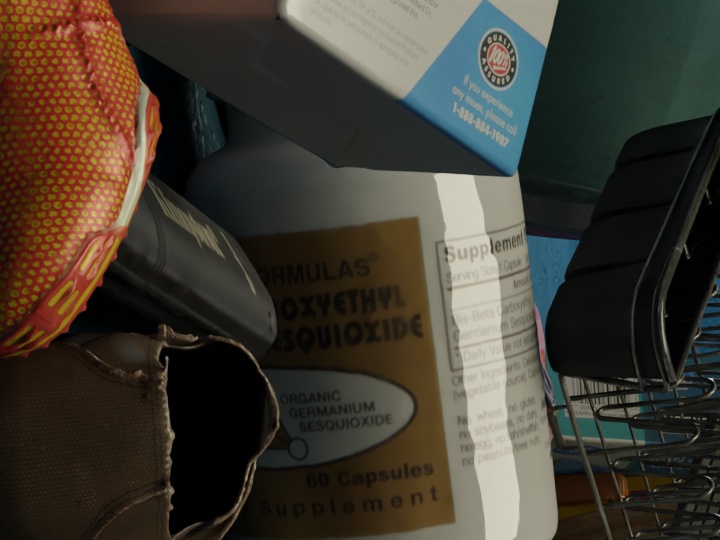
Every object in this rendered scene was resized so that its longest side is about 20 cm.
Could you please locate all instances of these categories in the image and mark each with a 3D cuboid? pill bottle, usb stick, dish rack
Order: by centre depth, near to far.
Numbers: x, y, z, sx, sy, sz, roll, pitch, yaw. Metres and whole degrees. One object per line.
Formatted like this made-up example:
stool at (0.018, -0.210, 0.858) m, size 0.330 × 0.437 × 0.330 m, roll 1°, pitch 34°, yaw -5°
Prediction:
usb stick at (-0.064, -0.009, 0.739) m, size 0.055 × 0.033 × 0.200 m, roll 51°, pitch 2°, yaw 16°
pill bottle at (0.000, 0.000, 0.879) m, size 0.114 × 0.114 × 0.200 m, roll -30°, pitch 113°, yaw -78°
dish rack at (0.123, 0.056, 0.963) m, size 0.153 × 0.055 × 0.200 m, roll -59°, pitch 139°, yaw -50°

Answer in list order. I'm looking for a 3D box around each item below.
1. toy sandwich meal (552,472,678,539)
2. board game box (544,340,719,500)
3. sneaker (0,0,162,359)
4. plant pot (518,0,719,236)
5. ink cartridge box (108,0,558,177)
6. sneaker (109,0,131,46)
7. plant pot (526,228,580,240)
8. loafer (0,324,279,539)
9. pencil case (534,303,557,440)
toy sandwich meal at (0.105, 0.137, 1.138) m, size 0.205 × 0.205 × 0.070 m, roll 69°, pitch 8°, yaw -53°
board game box at (0.125, 0.096, 1.187) m, size 0.200 × 0.151 × 0.047 m, roll 120°, pitch -28°, yaw -61°
sneaker at (-0.093, -0.074, 0.612) m, size 0.077 × 0.073 × 0.200 m, roll 28°, pitch 49°, yaw -51°
plant pot at (0.093, -0.114, 1.064) m, size 0.200 × 0.200 × 0.188 m, roll 38°, pitch 61°, yaw -75°
ink cartridge box at (0.010, -0.139, 0.711) m, size 0.115 × 0.068 × 0.200 m, roll 31°, pitch 70°, yaw -50°
sneaker at (-0.046, -0.109, 0.757) m, size 0.200 × 0.095 × 0.079 m, roll -62°, pitch 146°, yaw -69°
plant pot at (0.101, -0.096, 1.285) m, size 0.200 × 0.179 × 0.200 m, roll -6°, pitch 90°, yaw -80°
loafer at (-0.053, 0.051, 0.689) m, size 0.200 × 0.071 × 0.073 m, roll -3°, pitch 87°, yaw -79°
pencil case at (0.032, 0.033, 1.041) m, size 0.200 × 0.087 × 0.088 m, roll -82°, pitch 165°, yaw -79°
